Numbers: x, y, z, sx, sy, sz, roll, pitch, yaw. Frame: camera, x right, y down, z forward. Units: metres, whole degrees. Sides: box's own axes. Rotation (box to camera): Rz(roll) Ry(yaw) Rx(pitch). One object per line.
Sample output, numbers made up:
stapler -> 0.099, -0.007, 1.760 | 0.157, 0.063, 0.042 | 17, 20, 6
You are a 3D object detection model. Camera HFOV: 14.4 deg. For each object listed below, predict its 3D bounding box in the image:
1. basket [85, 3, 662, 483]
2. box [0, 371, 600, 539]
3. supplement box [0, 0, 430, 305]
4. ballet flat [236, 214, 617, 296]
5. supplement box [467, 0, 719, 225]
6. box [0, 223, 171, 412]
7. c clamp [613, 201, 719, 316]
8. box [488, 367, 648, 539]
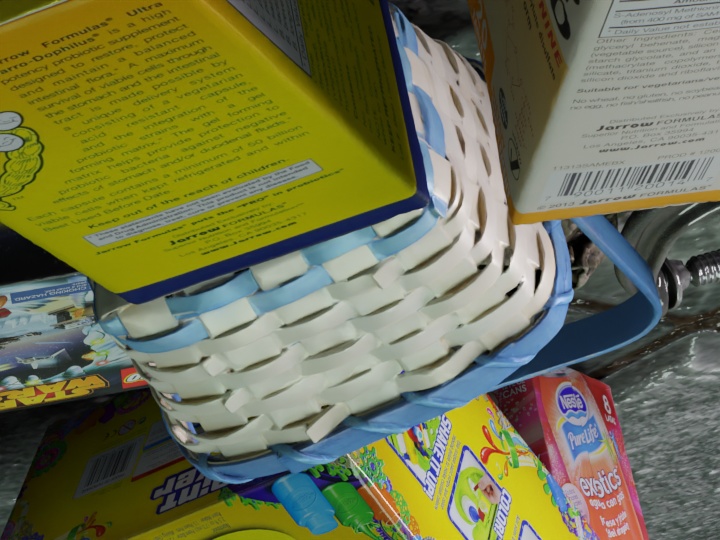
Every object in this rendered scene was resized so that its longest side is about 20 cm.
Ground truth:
basket -> 0.000, 0.000, 1.009 | 0.176, 0.139, 0.200 | -22, 142, 12
box -> -0.022, 0.138, 1.263 | 0.200, 0.122, 0.193 | -25, 118, 28
supplement box -> -0.072, -0.080, 0.834 | 0.109, 0.109, 0.200 | -18, 157, 16
ballet flat -> 0.014, 0.009, 1.133 | 0.200, 0.046, 0.067 | -18, 161, -19
supplement box -> 0.079, -0.111, 0.814 | 0.073, 0.126, 0.200 | -7, 157, -9
box -> -0.165, 0.020, 1.126 | 0.200, 0.040, 0.137 | -10, 159, -6
c clamp -> 0.190, -0.019, 1.209 | 0.200, 0.027, 0.171 | -12, 157, -22
box -> 0.030, 0.124, 1.402 | 0.200, 0.100, 0.095 | -24, 156, 26
